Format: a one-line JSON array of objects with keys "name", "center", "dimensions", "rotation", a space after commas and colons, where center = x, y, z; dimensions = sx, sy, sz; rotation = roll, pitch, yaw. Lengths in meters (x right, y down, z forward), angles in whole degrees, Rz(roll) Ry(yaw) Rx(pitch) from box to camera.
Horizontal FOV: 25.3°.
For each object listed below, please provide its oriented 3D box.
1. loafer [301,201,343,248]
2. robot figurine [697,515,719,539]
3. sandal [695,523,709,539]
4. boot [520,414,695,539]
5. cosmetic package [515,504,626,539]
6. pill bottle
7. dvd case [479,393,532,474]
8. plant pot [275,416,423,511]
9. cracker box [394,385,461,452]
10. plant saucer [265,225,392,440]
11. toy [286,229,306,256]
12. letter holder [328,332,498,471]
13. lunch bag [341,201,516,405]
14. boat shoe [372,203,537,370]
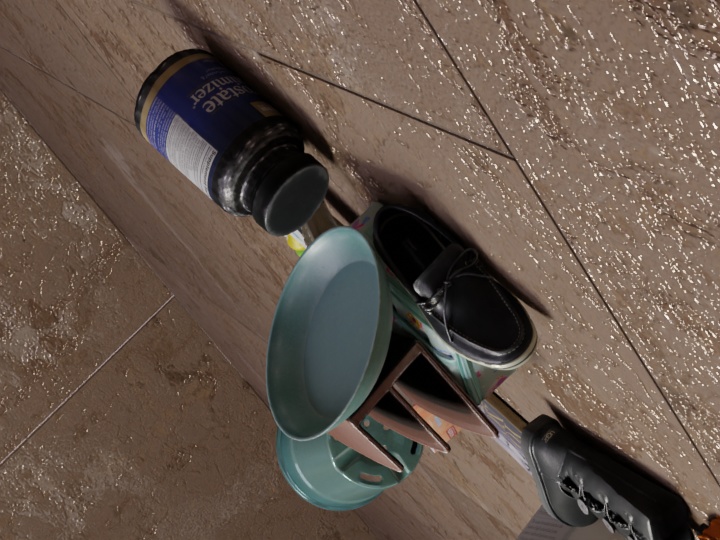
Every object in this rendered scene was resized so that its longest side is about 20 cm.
[{"name": "loafer", "center": [0.000, 0.000, 1.703], "dimensions": [0.201, 0.068, 0.076], "rotation": [58, 170, 12]}, {"name": "robot figurine", "center": [0.369, 0.291, 1.340], "dimensions": [0.200, 0.058, 0.145], "rotation": [47, 170, 0]}, {"name": "sandal", "center": [0.340, 0.294, 1.506], "dimensions": [0.075, 0.045, 0.200], "rotation": [41, 168, 28]}, {"name": "boot", "center": [0.260, 0.241, 1.602], "dimensions": [0.199, 0.066, 0.165], "rotation": [28, 161, 48]}, {"name": "cosmetic package", "center": [0.234, 0.388, 1.807], "dimensions": [0.166, 0.201, 0.167], "rotation": [40, 170, -4]}, {"name": "pill bottle", "center": [-0.127, -0.126, 1.608], "dimensions": [0.200, 0.112, 0.112], "rotation": [40, 168, 27]}, {"name": "dvd case", "center": [0.169, 0.185, 1.853], "dimensions": [0.200, 0.016, 0.149], "rotation": [41, 168, 26]}, {"name": "plant pot", "center": [-0.005, 0.247, 2.334], "dimensions": [0.200, 0.200, 0.196], "rotation": [47, 162, -6]}, {"name": "cracker box", "center": [0.037, 0.115, 1.965], "dimensions": [0.200, 0.058, 0.134], "rotation": [47, 171, 31]}, {"name": "plant saucer", "center": [-0.024, 0.061, 1.483], "dimensions": [0.036, 0.202, 0.200], "rotation": [15, -174, -29]}, {"name": "toy", "center": [-0.092, -0.081, 1.814], "dimensions": [0.115, 0.047, 0.200], "rotation": [35, 168, 35]}, {"name": "letter holder", "center": [0.029, 0.139, 1.580], "dimensions": [0.142, 0.101, 0.200], "rotation": [46, 168, -19]}, {"name": "lunch bag", "center": [0.057, 0.031, 1.555], "dimensions": [0.200, 0.077, 0.161], "rotation": [40, 168, 30]}, {"name": "boat shoe", "center": [0.078, 0.012, 1.424], "dimensions": [0.200, 0.075, 0.062], "rotation": [47, 177, 27]}]
